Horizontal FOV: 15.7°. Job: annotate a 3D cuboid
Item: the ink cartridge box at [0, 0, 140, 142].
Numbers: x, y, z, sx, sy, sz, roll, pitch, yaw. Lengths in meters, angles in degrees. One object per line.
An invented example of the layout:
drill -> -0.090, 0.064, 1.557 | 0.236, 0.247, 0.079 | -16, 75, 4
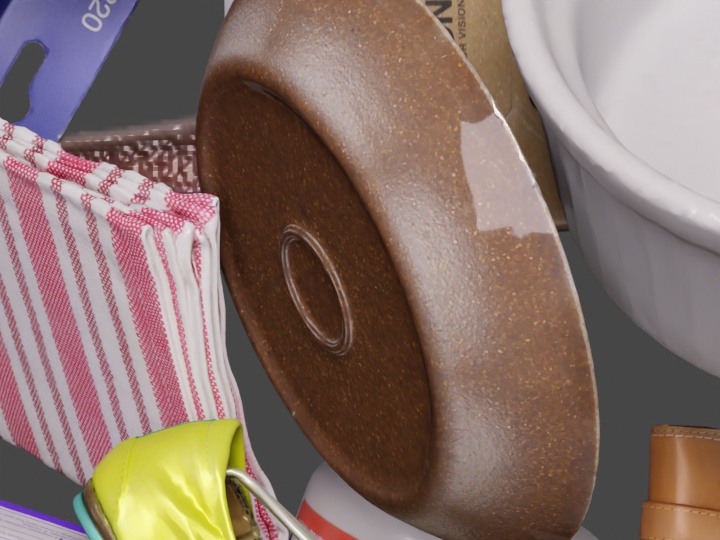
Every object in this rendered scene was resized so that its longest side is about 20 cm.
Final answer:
ink cartridge box -> -0.198, -0.103, 0.987 | 0.200, 0.041, 0.200 | 32, 98, 13

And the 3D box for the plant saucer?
plant saucer -> 0.000, 0.000, 0.776 | 0.037, 0.200, 0.200 | -24, 82, -22

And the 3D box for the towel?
towel -> -0.106, 0.011, 0.894 | 0.200, 0.030, 0.146 | 25, 137, 41

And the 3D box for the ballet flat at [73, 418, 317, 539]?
ballet flat -> -0.017, 0.135, 0.807 | 0.067, 0.067, 0.200 | -29, 84, 1

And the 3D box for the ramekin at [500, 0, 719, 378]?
ramekin -> 0.142, -0.057, 0.727 | 0.200, 0.098, 0.201 | -4, 54, 5

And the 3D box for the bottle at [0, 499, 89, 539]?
bottle -> -0.136, 0.114, 0.858 | 0.200, 0.065, 0.084 | 20, 106, -12

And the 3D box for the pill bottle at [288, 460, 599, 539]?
pill bottle -> 0.006, 0.170, 0.891 | 0.112, 0.112, 0.200 | 21, 96, 15

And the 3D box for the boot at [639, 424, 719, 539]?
boot -> 0.100, 0.127, 0.840 | 0.074, 0.200, 0.155 | 3, 97, 52

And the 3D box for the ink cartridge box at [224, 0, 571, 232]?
ink cartridge box -> 0.013, -0.109, 0.861 | 0.075, 0.165, 0.200 | -2, 88, -23
